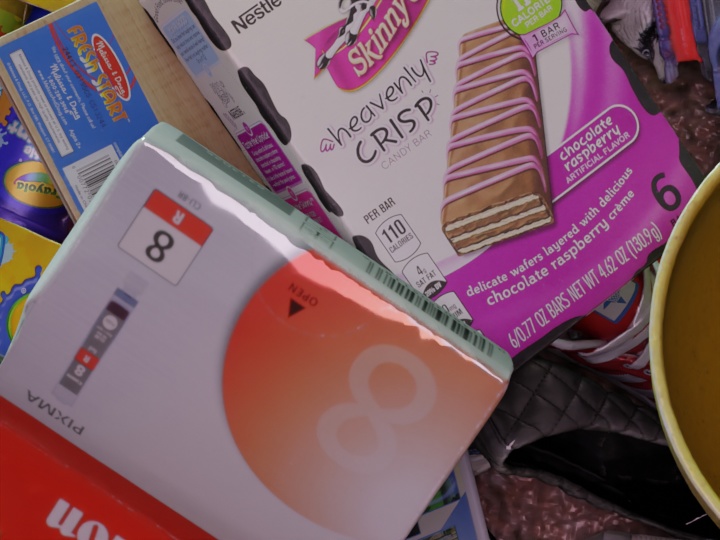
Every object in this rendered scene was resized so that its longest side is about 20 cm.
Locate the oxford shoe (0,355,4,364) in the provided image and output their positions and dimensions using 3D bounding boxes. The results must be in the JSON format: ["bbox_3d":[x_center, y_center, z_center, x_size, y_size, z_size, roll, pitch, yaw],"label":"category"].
[{"bbox_3d":[-0.169,0.067,1.109,0.084,0.200,0.073,-6,86,-37],"label":"oxford shoe"}]

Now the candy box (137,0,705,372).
[{"bbox_3d":[0.028,-0.065,1.015,0.136,0.061,0.200,-37,96,-17],"label":"candy box"}]

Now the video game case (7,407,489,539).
[{"bbox_3d":[-0.035,0.111,1.056,0.182,0.022,0.201,-19,104,-23],"label":"video game case"}]

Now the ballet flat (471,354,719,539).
[{"bbox_3d":[0.120,0.088,1.096,0.200,0.057,0.066,21,129,-29],"label":"ballet flat"}]

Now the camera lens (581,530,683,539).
[{"bbox_3d":[0.165,0.194,1.072,0.199,0.160,0.161,6,87,6],"label":"camera lens"}]

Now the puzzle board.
[{"bbox_3d":[-0.038,-0.030,1.030,0.150,0.017,0.200,-29,93,-21],"label":"puzzle board"}]

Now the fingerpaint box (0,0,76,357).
[{"bbox_3d":[-0.133,-0.046,1.123,0.200,0.073,0.167,23,89,31],"label":"fingerpaint box"}]

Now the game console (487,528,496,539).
[{"bbox_3d":[-0.039,0.142,1.121,0.116,0.176,0.200,-42,82,30],"label":"game console"}]

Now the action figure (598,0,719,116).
[{"bbox_3d":[0.201,-0.102,1.141,0.193,0.105,0.201,2,116,11],"label":"action figure"}]

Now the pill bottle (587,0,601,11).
[{"bbox_3d":[0.066,-0.160,1.121,0.109,0.110,0.200,29,96,6],"label":"pill bottle"}]

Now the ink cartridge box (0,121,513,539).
[{"bbox_3d":[-0.064,0.071,0.966,0.162,0.050,0.200,34,98,-2],"label":"ink cartridge box"}]

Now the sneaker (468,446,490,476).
[{"bbox_3d":[0.000,0.000,1.131,0.200,0.085,0.077,42,73,4],"label":"sneaker"}]

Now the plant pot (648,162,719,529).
[{"bbox_3d":[0.205,0.046,1.022,0.199,0.142,0.201,0,74,1],"label":"plant pot"}]

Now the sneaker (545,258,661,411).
[{"bbox_3d":[0.130,0.022,1.109,0.199,0.112,0.071,21,84,7],"label":"sneaker"}]
